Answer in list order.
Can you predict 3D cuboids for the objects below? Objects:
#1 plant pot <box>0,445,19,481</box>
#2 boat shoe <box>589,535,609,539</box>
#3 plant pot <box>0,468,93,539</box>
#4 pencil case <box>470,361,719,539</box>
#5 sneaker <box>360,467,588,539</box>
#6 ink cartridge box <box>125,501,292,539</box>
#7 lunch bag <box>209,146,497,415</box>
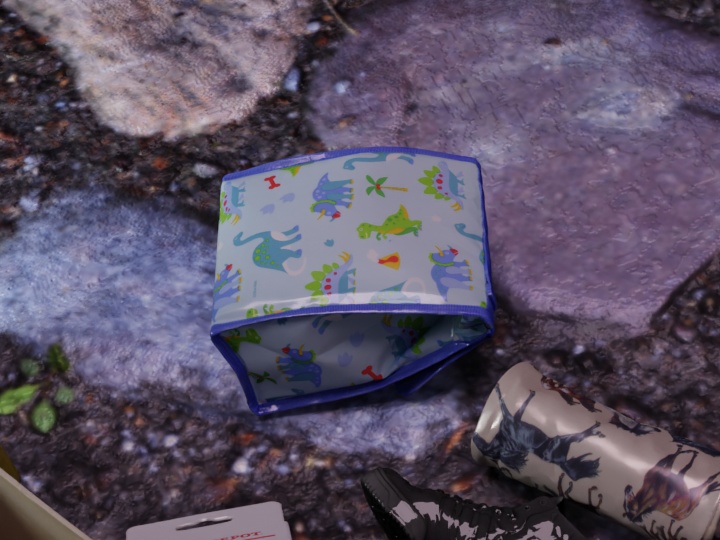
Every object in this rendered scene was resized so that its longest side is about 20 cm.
[{"bbox_3d":[-0.398,0.093,1.357,0.200,0.177,0.200,-31,49,-16],"label":"plant pot"},{"bbox_3d":[0.072,0.216,1.167,0.200,0.070,0.066,-35,80,0],"label":"boat shoe"},{"bbox_3d":[-0.268,0.250,1.188,0.200,0.177,0.200,30,61,33],"label":"plant pot"},{"bbox_3d":[0.170,0.128,1.269,0.200,0.078,0.089,22,17,29],"label":"pencil case"},{"bbox_3d":[0.097,0.183,1.251,0.104,0.060,0.200,-35,57,-15],"label":"sneaker"},{"bbox_3d":[-0.093,0.224,1.210,0.116,0.068,0.200,-9,16,-4],"label":"ink cartridge box"},{"bbox_3d":[0.000,0.000,1.388,0.199,0.128,0.170,-14,47,13],"label":"lunch bag"}]
